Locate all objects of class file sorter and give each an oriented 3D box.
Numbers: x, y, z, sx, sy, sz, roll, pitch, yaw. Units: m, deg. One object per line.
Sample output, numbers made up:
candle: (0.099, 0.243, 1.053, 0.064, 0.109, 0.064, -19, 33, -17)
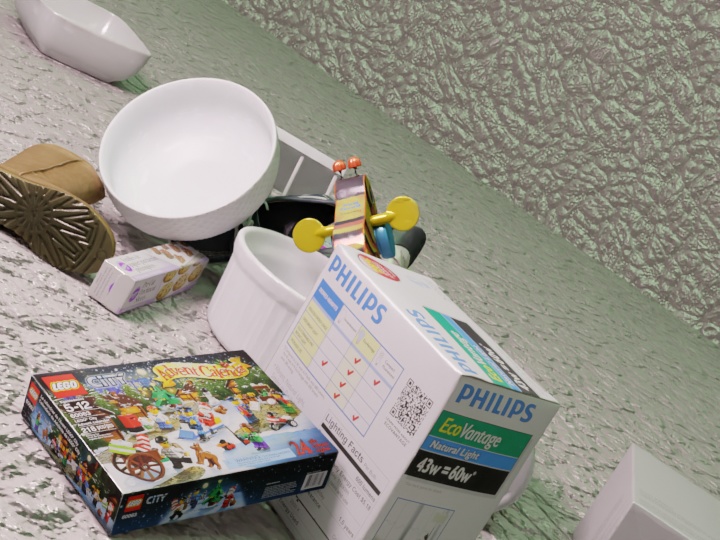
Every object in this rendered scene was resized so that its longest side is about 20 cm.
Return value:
file sorter: (-0.144, -0.100, 1.638, 0.198, 0.126, 0.139, 29, -20, -13)

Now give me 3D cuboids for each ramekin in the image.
ramekin: (-0.062, 0.050, 1.416, 0.199, 0.098, 0.201, 31, 13, -8)

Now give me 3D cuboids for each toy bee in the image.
toy bee: (-0.012, -0.057, 1.460, 0.200, 0.129, 0.110, -133, -156, -68)

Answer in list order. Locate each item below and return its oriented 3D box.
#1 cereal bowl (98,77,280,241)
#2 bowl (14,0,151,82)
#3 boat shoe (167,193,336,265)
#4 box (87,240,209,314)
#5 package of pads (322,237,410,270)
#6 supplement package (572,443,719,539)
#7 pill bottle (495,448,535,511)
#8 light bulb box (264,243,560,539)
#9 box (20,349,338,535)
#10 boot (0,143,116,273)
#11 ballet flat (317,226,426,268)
cereal bowl: (-0.179, -0.109, 1.488, 0.200, 0.199, 0.084, 39, -23, 30)
bowl: (-0.436, -0.364, 2.107, 0.198, 0.075, 0.200, 23, 16, -38)
boat shoe: (-0.115, -0.048, 1.537, 0.197, 0.076, 0.062, -5, -2, -15)
box: (-0.208, 0.004, 1.373, 0.038, 0.042, 0.200, 33, 12, 8)
package of pads: (-0.001, 0.016, 1.745, 0.198, 0.069, 0.155, 28, 14, -19)
supplement package: (0.284, 0.274, 1.346, 0.119, 0.122, 0.200, 32, 14, 5)
pill bottle: (0.123, 0.162, 1.404, 0.110, 0.112, 0.200, 32, 13, 0)
light bulb box: (0.020, 0.123, 1.113, 0.124, 0.202, 0.198, 18, 19, -42)
box: (-0.132, 0.121, 1.022, 0.198, 0.038, 0.136, -4, 36, -44)
boot: (-0.297, -0.072, 1.392, 0.174, 0.067, 0.200, 33, 12, 2)
ballet flat: (0.000, 0.000, 1.564, 0.197, 0.074, 0.073, -13, 36, -26)
